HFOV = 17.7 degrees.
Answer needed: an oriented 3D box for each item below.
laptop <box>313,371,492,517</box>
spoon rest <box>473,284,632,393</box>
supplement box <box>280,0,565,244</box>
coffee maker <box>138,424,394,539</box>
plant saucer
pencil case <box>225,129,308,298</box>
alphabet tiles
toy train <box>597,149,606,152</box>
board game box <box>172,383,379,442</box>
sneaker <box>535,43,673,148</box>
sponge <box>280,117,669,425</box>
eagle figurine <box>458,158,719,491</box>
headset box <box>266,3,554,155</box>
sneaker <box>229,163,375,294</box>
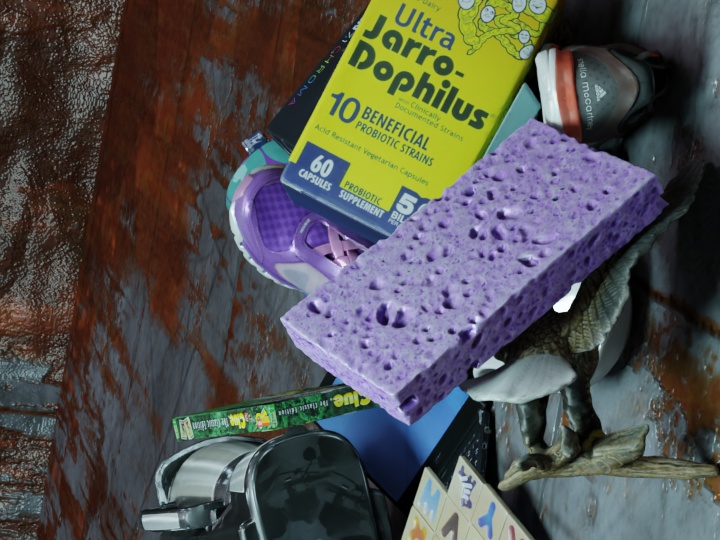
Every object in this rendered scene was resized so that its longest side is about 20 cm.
[{"bbox_3d":[0.020,0.156,1.692,0.177,0.103,0.201,118,163,-52],"label":"laptop"},{"bbox_3d":[0.119,0.042,1.484,0.200,0.060,0.100,133,142,-65],"label":"spoon rest"},{"bbox_3d":[0.043,-0.115,1.500,0.201,0.109,0.110,-63,-5,-4],"label":"supplement box"},{"bbox_3d":[-0.056,0.213,1.740,0.192,0.135,0.200,57,159,-9],"label":"coffee maker"},{"bbox_3d":[0.091,-0.068,1.498,0.070,0.019,0.200,-61,-3,-6],"label":"plant saucer"},{"bbox_3d":[-0.019,-0.021,1.797,0.092,0.085,0.200,-43,65,3],"label":"pencil case"},{"bbox_3d":[0.067,0.236,1.583,0.166,0.006,0.201,49,132,46],"label":"alphabet tiles"},{"bbox_3d":[0.126,-0.042,1.542,0.200,0.042,0.057,164,124,-73],"label":"toy train"},{"bbox_3d":[-0.057,0.103,1.708,0.200,0.104,0.024,-15,89,66],"label":"board game box"},{"bbox_3d":[0.155,-0.107,1.438,0.200,0.081,0.077,-52,-46,-80],"label":"sneaker"},{"bbox_3d":[0.064,-0.004,1.295,0.111,0.200,0.030,32,156,48],"label":"sponge"},{"bbox_3d":[0.117,0.025,1.332,0.151,0.151,0.201,140,135,-64],"label":"eagle figurine"},{"bbox_3d":[0.038,-0.122,1.654,0.174,0.093,0.200,-49,18,-1],"label":"headset box"},{"bbox_3d":[0.000,0.000,1.580,0.081,0.200,0.088,-53,18,-12],"label":"sneaker"}]
